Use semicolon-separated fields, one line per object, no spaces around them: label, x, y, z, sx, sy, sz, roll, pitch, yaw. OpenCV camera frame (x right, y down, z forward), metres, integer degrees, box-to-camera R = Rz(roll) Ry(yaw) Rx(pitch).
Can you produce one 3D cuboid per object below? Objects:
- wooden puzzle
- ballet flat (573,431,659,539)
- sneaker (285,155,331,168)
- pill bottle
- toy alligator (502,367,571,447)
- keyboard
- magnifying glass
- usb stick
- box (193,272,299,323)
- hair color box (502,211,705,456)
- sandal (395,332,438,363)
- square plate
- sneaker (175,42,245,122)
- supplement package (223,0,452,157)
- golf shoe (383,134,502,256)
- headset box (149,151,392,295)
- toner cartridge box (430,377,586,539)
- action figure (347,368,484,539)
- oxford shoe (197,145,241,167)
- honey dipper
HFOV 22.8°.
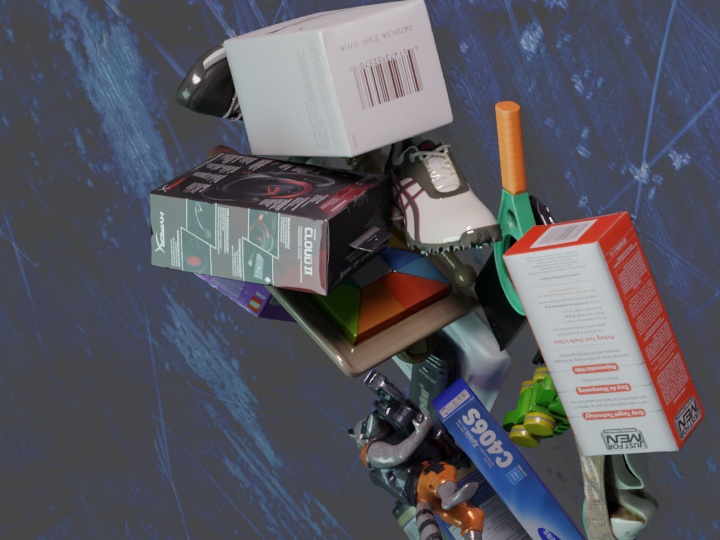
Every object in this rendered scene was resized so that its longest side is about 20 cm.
wooden puzzle;0.000;0.000;1.729;0.185;0.199;0.037;46;137;22
ballet flat;0.241;0.202;1.658;0.067;0.068;0.201;16;135;41
sneaker;-0.028;-0.053;1.888;0.115;0.076;0.201;40;159;19
pill bottle;0.132;0.305;1.922;0.200;0.111;0.112;54;155;12
toy alligator;0.187;0.125;1.688;0.054;0.060;0.200;19;155;-7
keyboard;0.159;0.024;1.646;0.200;0.020;0.128;116;135;-63
magnifying glass;0.137;-0.053;1.579;0.080;0.022;0.201;-135;34;-57
usb stick;0.073;0.138;1.871;0.055;0.032;0.201;46;152;28
box;-0.103;0.007;1.872;0.136;0.039;0.200;34;-171;24
hair color box;0.208;0.057;1.520;0.101;0.061;0.201;-8;112;41
sandal;0.013;0.018;1.793;0.054;0.080;0.201;-53;56;33
square plate;0.071;0.070;1.872;0.200;0.028;0.199;50;154;19
sneaker;-0.090;-0.166;1.763;0.115;0.200;0.075;41;115;14
supplement package;-0.024;-0.175;1.646;0.200;0.116;0.118;6;115;60
golf shoe;0.066;-0.071;1.634;0.200;0.077;0.089;-142;43;-62
headset box;-0.071;-0.044;1.630;0.199;0.149;0.076;9;112;21
toner cartridge box;0.150;0.204;1.778;0.200;0.043;0.095;52;-177;-9
action figure;0.046;0.188;1.703;0.193;0.105;0.200;40;175;48
oxford shoe;-0.098;-0.037;1.841;0.200;0.075;0.071;41;153;4
honey dipper;0.048;-0.062;1.756;0.200;0.038;0.038;49;154;17
